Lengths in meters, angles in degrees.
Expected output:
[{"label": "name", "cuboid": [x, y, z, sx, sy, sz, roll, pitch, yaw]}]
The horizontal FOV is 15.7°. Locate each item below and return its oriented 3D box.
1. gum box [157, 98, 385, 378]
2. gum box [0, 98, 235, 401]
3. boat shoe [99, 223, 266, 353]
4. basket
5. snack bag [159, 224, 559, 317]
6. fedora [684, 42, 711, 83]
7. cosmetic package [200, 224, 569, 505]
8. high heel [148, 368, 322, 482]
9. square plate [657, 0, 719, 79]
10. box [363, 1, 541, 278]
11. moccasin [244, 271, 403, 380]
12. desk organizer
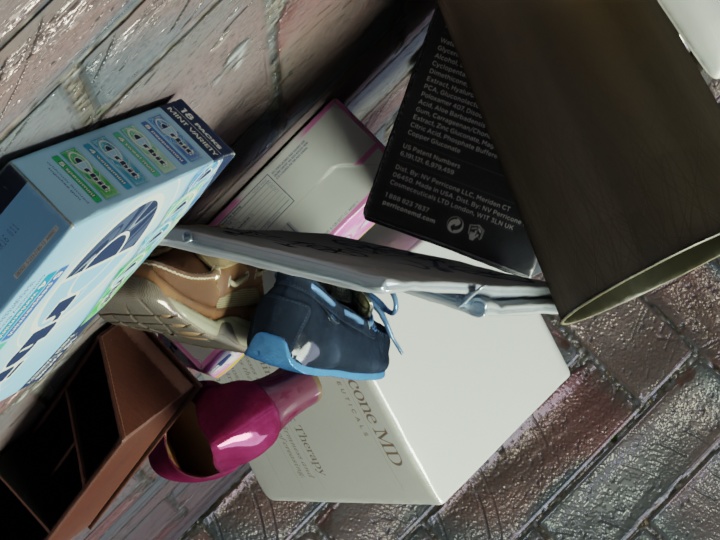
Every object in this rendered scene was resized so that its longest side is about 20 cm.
[{"label": "gum box", "cuboid": [-0.060, -0.014, 1.741, 0.200, 0.066, 0.114, -45, 173, -2]}, {"label": "gum box", "cuboid": [-0.159, 0.006, 1.237, 0.170, 0.045, 0.200, -48, 175, 20]}, {"label": "boat shoe", "cuboid": [-0.107, 0.005, 1.585, 0.200, 0.075, 0.072, 28, 72, -75]}, {"label": "basket", "cuboid": [0.134, -0.090, 1.481, 0.135, 0.201, 0.180, -24, 174, -11]}, {"label": "snack bag", "cuboid": [0.000, 0.000, 1.516, 0.199, 0.188, 0.022, 3, 98, -55]}, {"label": "fedora", "cuboid": [0.219, -0.191, 1.827, 0.177, 0.090, 0.201, -44, 165, -40]}, {"label": "cosmetic package", "cuboid": [0.008, 0.055, 1.896, 0.199, 0.168, 0.166, -4, -150, 50]}, {"label": "high heel", "cuboid": [-0.112, 0.112, 1.718, 0.096, 0.068, 0.200, -29, 176, -38]}, {"label": "square plate", "cuboid": [0.185, -0.232, 1.293, 0.198, 0.200, 0.028, -43, -166, -26]}, {"label": "box", "cuboid": [0.101, -0.110, 1.658, 0.197, 0.117, 0.201, -18, 128, -79]}, {"label": "moccasin", "cuboid": [-0.014, 0.030, 1.653, 0.200, 0.080, 0.069, 2, 103, -79]}, {"label": "desk organizer", "cuboid": [-0.190, 0.119, 1.731, 0.077, 0.072, 0.200, -37, 170, -43]}]
